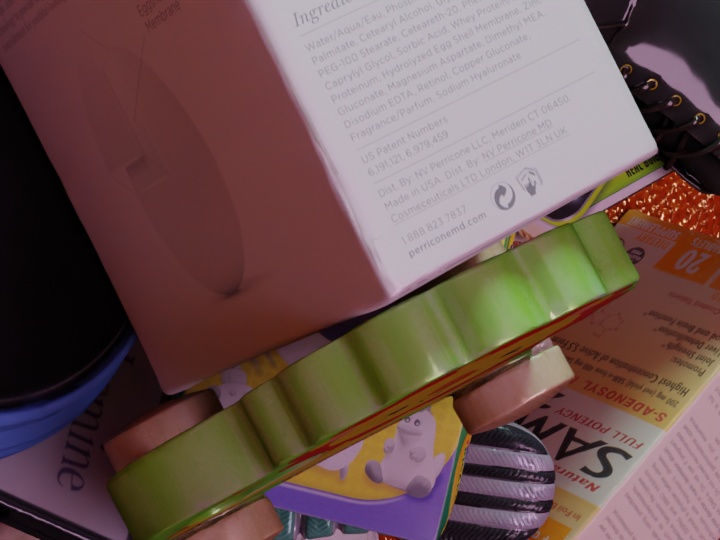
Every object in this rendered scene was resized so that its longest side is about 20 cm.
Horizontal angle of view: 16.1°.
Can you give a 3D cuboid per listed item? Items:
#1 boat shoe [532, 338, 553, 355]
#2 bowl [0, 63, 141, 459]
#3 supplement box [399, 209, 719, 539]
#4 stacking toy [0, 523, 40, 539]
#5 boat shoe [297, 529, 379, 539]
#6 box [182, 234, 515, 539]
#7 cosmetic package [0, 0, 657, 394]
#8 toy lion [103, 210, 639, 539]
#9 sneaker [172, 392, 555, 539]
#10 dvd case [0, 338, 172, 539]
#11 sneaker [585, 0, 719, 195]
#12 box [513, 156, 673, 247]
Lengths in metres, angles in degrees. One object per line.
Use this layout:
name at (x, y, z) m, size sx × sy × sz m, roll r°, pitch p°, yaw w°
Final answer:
boat shoe at (-0.007, 0.012, 1.113) m, size 0.200 × 0.062 × 0.075 m, roll 28°, pitch 68°, yaw -23°
bowl at (-0.162, -0.028, 0.940) m, size 0.200 × 0.039 × 0.201 m, roll 16°, pitch 60°, yaw -31°
supplement box at (0.120, 0.074, 1.182) m, size 0.200 × 0.126 × 0.074 m, roll -48°, pitch 126°, yaw -17°
stacking toy at (-0.203, 0.040, 0.975) m, size 0.200 × 0.085 × 0.086 m, roll 27°, pitch 86°, yaw -31°
boat shoe at (-0.010, 0.187, 1.142) m, size 0.074 × 0.086 × 0.203 m, roll -3°, pitch 104°, yaw -36°
box at (0.000, 0.000, 1.026) m, size 0.117 × 0.048 × 0.201 m, roll 13°, pitch 90°, yaw 4°
cosmetic package at (-0.031, -0.084, 0.888) m, size 0.123 × 0.199 × 0.200 m, roll -29°, pitch 93°, yaw -28°
toy lion at (0.002, 0.041, 0.888) m, size 0.200 × 0.192 × 0.069 m, roll -28°, pitch 85°, yaw -1°
sneaker at (-0.016, 0.082, 1.096) m, size 0.199 × 0.088 × 0.075 m, roll 12°, pitch 92°, yaw 5°
dvd case at (-0.157, 0.013, 0.963) m, size 0.200 × 0.018 × 0.143 m, roll 28°, pitch 54°, yaw -25°
sneaker at (0.118, -0.079, 1.090) m, size 0.200 × 0.075 × 0.107 m, roll -12°, pitch 85°, yaw -29°
box at (0.076, -0.071, 1.128) m, size 0.200 × 0.035 × 0.110 m, roll -29°, pitch 92°, yaw -34°
